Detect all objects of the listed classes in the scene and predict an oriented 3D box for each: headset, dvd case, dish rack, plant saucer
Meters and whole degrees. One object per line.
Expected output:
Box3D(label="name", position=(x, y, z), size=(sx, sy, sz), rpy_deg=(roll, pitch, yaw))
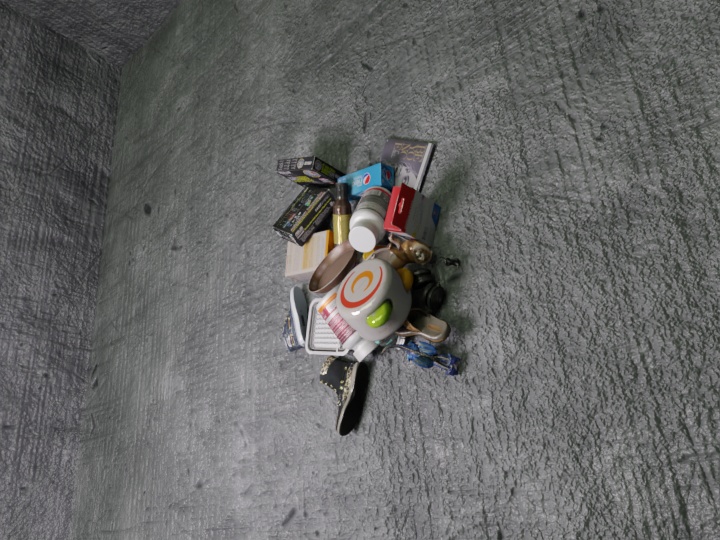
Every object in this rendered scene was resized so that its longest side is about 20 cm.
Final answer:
Box3D(label="headset", position=(0.189, 0.044, 1.422), size=(0.125, 0.092, 0.203), rpy_deg=(55, 128, 31))
Box3D(label="dvd case", position=(0.128, -0.321, 1.611), size=(0.196, 0.016, 0.154), rpy_deg=(20, 90, 43))
Box3D(label="dish rack", position=(-0.086, 0.173, 1.635), size=(0.195, 0.043, 0.179), rpy_deg=(-5, 74, 41))
Box3D(label="plant saucer", position=(-0.075, -0.006, 1.558), size=(0.199, 0.034, 0.202), rpy_deg=(-41, 21, 18))

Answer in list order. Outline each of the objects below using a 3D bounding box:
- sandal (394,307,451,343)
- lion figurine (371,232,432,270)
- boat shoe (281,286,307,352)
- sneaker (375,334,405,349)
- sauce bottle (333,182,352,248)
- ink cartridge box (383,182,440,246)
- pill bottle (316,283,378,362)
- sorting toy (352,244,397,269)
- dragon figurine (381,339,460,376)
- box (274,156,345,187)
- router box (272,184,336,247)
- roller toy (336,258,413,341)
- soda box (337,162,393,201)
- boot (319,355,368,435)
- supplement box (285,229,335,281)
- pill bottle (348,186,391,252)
Box3D(label="sandal", position=(0.142, 0.134, 1.363), size=(0.196, 0.055, 0.083), rpy_deg=(14, 59, 44))
Box3D(label="lion figurine", position=(0.099, -0.021, 1.451), size=(0.200, 0.120, 0.074), rpy_deg=(-43, 27, 38))
Box3D(label="boat shoe", position=(-0.223, 0.160, 1.742), size=(0.089, 0.070, 0.208), rpy_deg=(-25, 63, 29))
Box3D(label="sneaker", position=(0.067, 0.117, 1.468), size=(0.078, 0.088, 0.207), rpy_deg=(123, 143, -56))
Box3D(label="sauce bottle", position=(-0.055, -0.169, 1.653), size=(0.063, 0.063, 0.209), rpy_deg=(11, 106, 42))
Box3D(label="ink cartridge box", position=(0.131, -0.150, 1.430), size=(0.066, 0.197, 0.121), rpy_deg=(11, 83, 41))
Box3D(label="pill bottle", position=(-0.029, 0.150, 1.502), size=(0.109, 0.109, 0.202), rpy_deg=(-41, 81, 23))
Box3D(label="sorting toy", position=(0.000, 0.000, 1.593), size=(0.179, 0.104, 0.207), rpy_deg=(23, 93, 62))
Box3D(label="dragon figurine", position=(0.158, 0.213, 1.338), size=(0.099, 0.193, 0.061), rpy_deg=(163, 127, -77))
Box3D(label="box", position=(-0.170, -0.328, 1.786), size=(0.195, 0.158, 0.046), rpy_deg=(6, 80, 41))
Box3D(label="router box", position=(-0.185, -0.186, 1.763), size=(0.202, 0.062, 0.148), rpy_deg=(-52, 36, -13))
Box3D(label="roller toy", position=(0.039, 0.077, 1.375), size=(0.178, 0.140, 0.205), rpy_deg=(-9, 47, 40))
Box3D(label="soda box", position=(0.014, -0.271, 1.650), size=(0.196, 0.063, 0.071), rpy_deg=(-10, 79, 46))
Box3D(label="boot", position=(-0.061, 0.356, 1.539), size=(0.150, 0.072, 0.212), rpy_deg=(7, 78, 46))
Box3D(label="supplement box", position=(-0.155, -0.046, 1.743), size=(0.195, 0.072, 0.132), rpy_deg=(-9, 70, 38))
Box3D(label="pill bottle", position=(0.030, -0.146, 1.521), size=(0.108, 0.112, 0.203), rpy_deg=(-24, 26, 33))
